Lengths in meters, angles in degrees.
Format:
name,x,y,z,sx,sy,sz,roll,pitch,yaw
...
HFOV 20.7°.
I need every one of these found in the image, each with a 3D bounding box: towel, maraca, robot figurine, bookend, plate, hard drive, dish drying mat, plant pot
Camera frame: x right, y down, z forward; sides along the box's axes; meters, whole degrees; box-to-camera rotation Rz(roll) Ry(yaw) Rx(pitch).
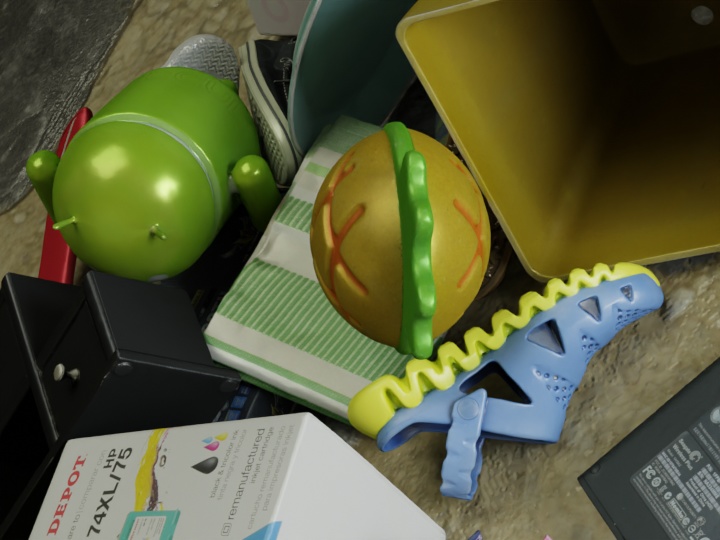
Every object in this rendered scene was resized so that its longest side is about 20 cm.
name,x,y,z,sx,sy,sz,roll,pitch,yaw
towel,0.000,0.000,1.294,0.152,0.023,0.201,22,67,20
maraca,0.025,-0.016,1.149,0.106,0.138,0.200,-6,8,-5
robot figurine,-0.138,-0.066,1.347,0.174,0.117,0.200,3,26,13
bookend,-0.190,0.062,1.307,0.200,0.092,0.199,-53,43,30
plate,0.001,-0.169,1.363,0.025,0.200,0.201,27,75,20
hard drive,0.223,0.092,1.037,0.200,0.033,0.140,-41,37,7
dish drying mat,-0.233,-0.022,1.531,0.077,0.018,0.202,144,136,-60
plant pot,0.170,-0.138,1.175,0.199,0.201,0.177,-12,34,32

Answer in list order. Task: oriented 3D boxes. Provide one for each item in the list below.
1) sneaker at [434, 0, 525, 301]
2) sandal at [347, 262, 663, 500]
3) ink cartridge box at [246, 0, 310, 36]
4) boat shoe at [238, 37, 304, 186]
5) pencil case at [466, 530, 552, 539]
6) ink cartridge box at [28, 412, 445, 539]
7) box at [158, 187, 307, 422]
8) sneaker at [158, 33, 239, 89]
name,x,y,z,sx,sy,sz,roll,pitch,yaw
sneaker,0.080,-0.082,1.271,0.067,0.090,0.202,3,93,12
sandal,0.095,0.066,1.165,0.199,0.079,0.087,-32,76,7
ink cartridge box,-0.049,-0.274,1.499,0.162,0.201,0.057,10,44,48
boat shoe,-0.052,-0.123,1.450,0.062,0.075,0.200,-11,26,-2
pencil case,0.113,0.217,0.990,0.093,0.091,0.200,-36,38,-9
ink cartridge box,-0.083,0.188,1.150,0.199,0.146,0.148,-10,50,38
box,-0.084,0.037,1.368,0.157,0.051,0.201,1,58,46
sneaker,-0.161,-0.102,1.515,0.201,0.075,0.114,-63,25,15
